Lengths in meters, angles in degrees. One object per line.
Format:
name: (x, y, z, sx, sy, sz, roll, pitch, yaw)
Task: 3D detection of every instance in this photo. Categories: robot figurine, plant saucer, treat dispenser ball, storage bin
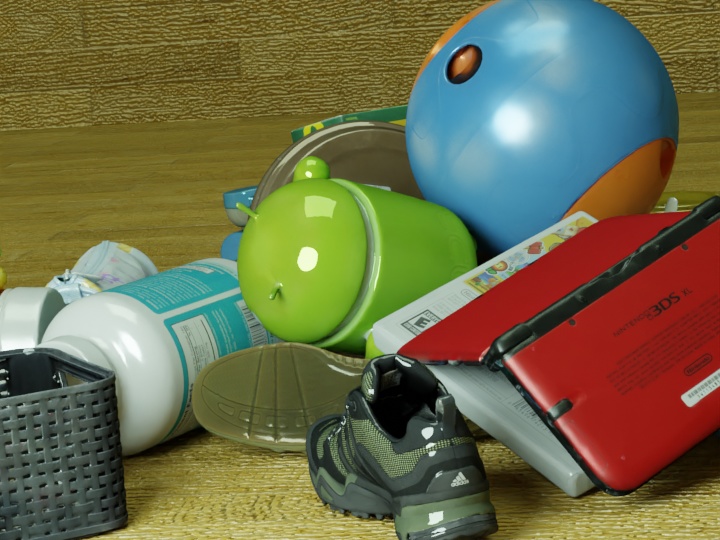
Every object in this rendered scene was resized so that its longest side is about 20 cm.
robot figurine: (0.000, 0.000, 1.598, 0.200, 0.176, 0.116, 11, -44, -43)
plant saucer: (0.013, -0.023, 1.759, 0.199, 0.201, 0.029, -7, -15, -15)
treat dispenser ball: (0.133, -0.103, 1.694, 0.200, 0.202, 0.201, -4, 10, 1)
storage bin: (-0.251, 0.113, 1.371, 0.199, 0.094, 0.135, -8, 10, -28)

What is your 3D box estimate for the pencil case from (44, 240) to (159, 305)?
pencil case: (-0.208, 0.034, 1.816, 0.083, 0.091, 0.200, -24, 6, 8)

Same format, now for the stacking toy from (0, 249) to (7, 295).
stacking toy: (-0.316, -0.009, 1.781, 0.109, 0.201, 0.116, -9, 10, -28)

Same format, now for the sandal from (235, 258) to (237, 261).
sandal: (-0.082, 0.046, 1.785, 0.057, 0.080, 0.201, 13, 16, -3)

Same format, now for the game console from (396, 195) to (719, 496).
game console: (0.156, 0.047, 1.427, 0.200, 0.172, 0.119, -32, -16, -29)

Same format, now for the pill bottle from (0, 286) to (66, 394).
pill bottle: (-0.309, 0.063, 1.617, 0.199, 0.114, 0.114, -2, 10, 7)

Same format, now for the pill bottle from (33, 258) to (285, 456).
pill bottle: (-0.143, 0.061, 1.572, 0.111, 0.111, 0.200, 2, 11, 31)

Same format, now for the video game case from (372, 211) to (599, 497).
video game case: (0.138, 0.047, 1.464, 0.182, 0.023, 0.200, -28, 41, -25)

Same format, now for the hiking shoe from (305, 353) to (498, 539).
hiking shoe: (0.023, 0.094, 1.343, 0.076, 0.101, 0.200, -8, 10, -24)

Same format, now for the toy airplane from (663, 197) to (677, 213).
toy airplane: (0.290, 0.003, 1.645, 0.199, 0.142, 0.199, -8, 11, -22)

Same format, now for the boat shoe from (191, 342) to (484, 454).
boat shoe: (-0.009, 0.088, 1.518, 0.200, 0.073, 0.063, -6, -25, 6)

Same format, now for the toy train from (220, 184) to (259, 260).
toy train: (-0.046, -0.027, 2.015, 0.084, 0.116, 0.200, 1, 11, 38)

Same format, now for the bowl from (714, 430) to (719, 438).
bowl: (0.276, 0.037, 1.498, 0.200, 0.039, 0.201, -8, 40, 7)

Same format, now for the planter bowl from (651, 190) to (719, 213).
planter bowl: (0.268, -0.021, 1.963, 0.200, 0.084, 0.200, -4, 10, 1)

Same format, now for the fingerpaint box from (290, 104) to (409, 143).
fingerpaint box: (0.053, -0.060, 2.003, 0.200, 0.167, 0.073, -12, -1, -41)
